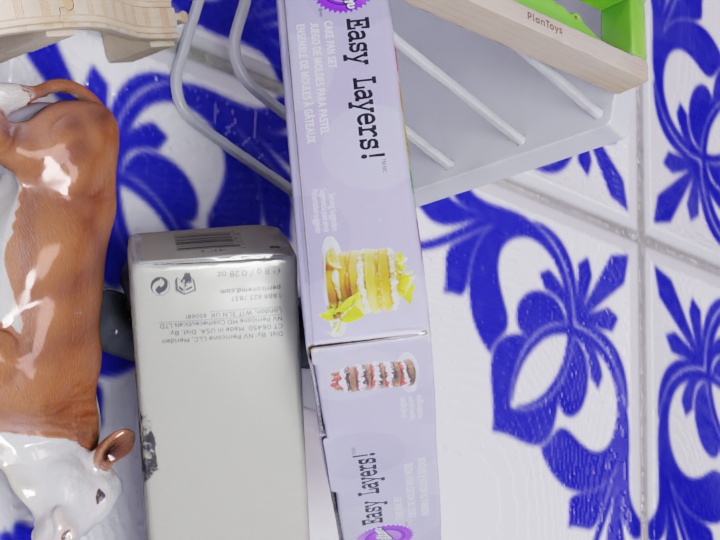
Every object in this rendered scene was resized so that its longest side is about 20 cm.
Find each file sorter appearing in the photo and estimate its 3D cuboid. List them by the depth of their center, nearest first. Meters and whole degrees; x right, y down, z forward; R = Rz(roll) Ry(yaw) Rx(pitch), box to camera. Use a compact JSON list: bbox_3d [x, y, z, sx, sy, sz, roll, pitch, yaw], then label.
[{"bbox_3d":[0.022,-0.125,0.899,0.124,0.199,0.139,34,56,-33],"label":"file sorter"}]

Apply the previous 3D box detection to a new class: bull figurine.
[{"bbox_3d":[-0.145,0.014,0.774,0.121,0.065,0.201,18,67,-44],"label":"bull figurine"}]

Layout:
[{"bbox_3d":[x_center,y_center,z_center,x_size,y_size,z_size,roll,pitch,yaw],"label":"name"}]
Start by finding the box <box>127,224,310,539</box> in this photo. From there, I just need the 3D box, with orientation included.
[{"bbox_3d":[-0.058,0.086,0.794,0.068,0.082,0.201,-3,99,-7],"label":"box"}]

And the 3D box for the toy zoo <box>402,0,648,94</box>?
[{"bbox_3d":[0.071,-0.187,0.812,0.131,0.020,0.201,17,65,-38],"label":"toy zoo"}]

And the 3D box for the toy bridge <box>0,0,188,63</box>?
[{"bbox_3d":[-0.146,-0.104,0.802,0.199,0.067,0.027,-12,89,-48],"label":"toy bridge"}]

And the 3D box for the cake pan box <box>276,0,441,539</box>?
[{"bbox_3d":[0.000,0.000,0.798,0.200,0.052,0.185,84,2,-57],"label":"cake pan box"}]

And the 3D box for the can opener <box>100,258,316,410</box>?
[{"bbox_3d":[-0.046,0.031,0.903,0.199,0.053,0.067,18,33,-46],"label":"can opener"}]
